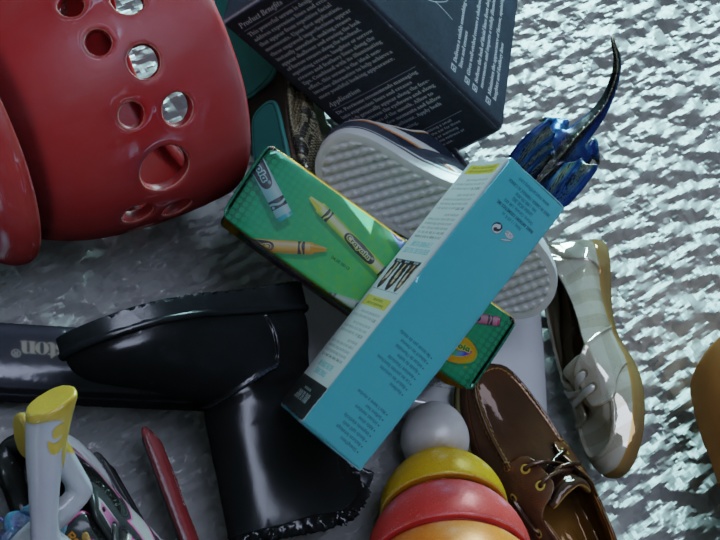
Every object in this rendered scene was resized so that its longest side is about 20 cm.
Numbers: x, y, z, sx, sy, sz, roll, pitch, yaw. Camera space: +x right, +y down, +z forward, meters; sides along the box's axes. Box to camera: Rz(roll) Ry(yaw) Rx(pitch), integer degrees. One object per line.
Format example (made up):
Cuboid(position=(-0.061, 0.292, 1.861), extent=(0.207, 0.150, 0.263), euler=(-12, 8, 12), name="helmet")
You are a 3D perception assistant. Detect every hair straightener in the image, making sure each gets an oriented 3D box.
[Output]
Cuboid(position=(-0.127, 0.203, 0.939), extent=(0.076, 0.041, 0.202), euler=(-24, 78, -4), name="hair straightener")

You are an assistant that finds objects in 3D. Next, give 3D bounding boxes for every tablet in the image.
Cuboid(position=(0.044, 0.049, 1.102), extent=(0.198, 0.014, 0.132), euler=(10, 59, -18), name="tablet")

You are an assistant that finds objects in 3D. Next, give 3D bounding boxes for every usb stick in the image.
Cuboid(position=(-0.186, 0.063, 0.986), extent=(0.198, 0.033, 0.056), euler=(5, 62, -20), name="usb stick")

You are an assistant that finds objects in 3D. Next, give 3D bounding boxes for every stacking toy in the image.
Cuboid(position=(0.058, 0.170, 0.995), extent=(0.144, 0.147, 0.201), euler=(15, 40, -14), name="stacking toy")

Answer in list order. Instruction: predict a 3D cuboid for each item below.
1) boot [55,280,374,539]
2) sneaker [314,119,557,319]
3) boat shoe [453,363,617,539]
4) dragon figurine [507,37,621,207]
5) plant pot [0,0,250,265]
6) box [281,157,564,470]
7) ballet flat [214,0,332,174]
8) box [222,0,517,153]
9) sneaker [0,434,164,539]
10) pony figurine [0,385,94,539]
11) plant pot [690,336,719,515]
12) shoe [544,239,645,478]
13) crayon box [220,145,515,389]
Cuboid(position=(-0.087, 0.098, 0.953), extent=(0.197, 0.073, 0.164), euler=(-8, 80, -43), name="boot")
Cuboid(position=(0.060, -0.046, 1.090), extent=(0.199, 0.079, 0.080), euler=(36, 20, -7), name="sneaker")
Cuboid(position=(0.133, 0.151, 1.045), extent=(0.071, 0.068, 0.202), euler=(-19, 75, -28), name="boat shoe")
Cuboid(position=(0.143, -0.078, 1.139), extent=(0.059, 0.200, 0.099), euler=(41, 17, 1), name="dragon figurine")
Cuboid(position=(-0.194, -0.109, 0.982), extent=(0.181, 0.201, 0.201), euler=(-28, 76, -25), name="plant pot")
Cuboid(position=(0.036, 0.023, 0.919), extent=(0.049, 0.082, 0.201), euler=(39, 85, -11), name="box")
Cuboid(position=(-0.058, -0.129, 1.135), extent=(0.075, 0.068, 0.202), euler=(3, 66, -46), name="ballet flat")
Cuboid(position=(0.013, -0.196, 1.118), extent=(0.200, 0.106, 0.150), euler=(39, 45, -32), name="box")
Cuboid(position=(-0.152, 0.172, 0.882), extent=(0.200, 0.086, 0.080), euler=(40, 82, 14), name="sneaker")
Cuboid(position=(-0.194, 0.179, 0.775), extent=(0.192, 0.166, 0.202), euler=(-30, 120, -25), name="pony figurine")
Cuboid(position=(0.332, 0.112, 1.096), extent=(0.198, 0.201, 0.141), euler=(-5, 47, -25), name="plant pot")
Cuboid(position=(0.164, 0.062, 1.114), extent=(0.053, 0.070, 0.202), euler=(10, 51, -19), name="shoe")
Cuboid(position=(0.000, 0.000, 1.019), extent=(0.199, 0.119, 0.059), euler=(36, 86, -5), name="crayon box")
